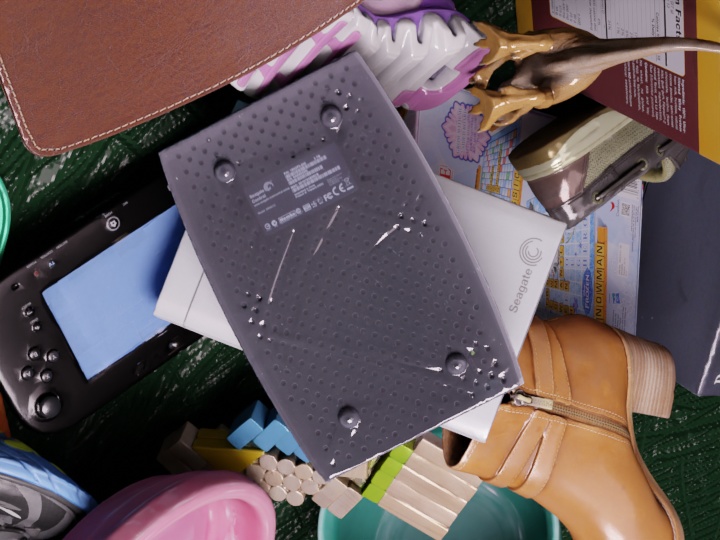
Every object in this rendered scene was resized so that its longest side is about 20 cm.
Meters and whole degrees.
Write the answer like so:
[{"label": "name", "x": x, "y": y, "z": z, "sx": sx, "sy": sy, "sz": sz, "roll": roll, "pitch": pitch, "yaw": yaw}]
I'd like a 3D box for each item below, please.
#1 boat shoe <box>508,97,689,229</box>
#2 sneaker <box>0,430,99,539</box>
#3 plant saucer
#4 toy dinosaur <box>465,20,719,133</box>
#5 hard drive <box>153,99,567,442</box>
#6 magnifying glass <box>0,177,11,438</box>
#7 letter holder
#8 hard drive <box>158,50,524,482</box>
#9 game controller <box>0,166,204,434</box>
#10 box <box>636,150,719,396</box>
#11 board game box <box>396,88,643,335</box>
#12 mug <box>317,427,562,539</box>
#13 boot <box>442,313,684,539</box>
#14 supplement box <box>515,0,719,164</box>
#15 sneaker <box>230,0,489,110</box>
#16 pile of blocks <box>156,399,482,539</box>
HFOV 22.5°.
[{"label": "boat shoe", "x": 0.176, "y": -0.086, "z": 1.145, "sx": 0.201, "sy": 0.072, "sz": 0.066, "roll": -29, "pitch": 103, "yaw": -36}, {"label": "sneaker", "x": -0.194, "y": 0.153, "z": 1.038, "sx": 0.083, "sy": 0.071, "sz": 0.200, "roll": -50, "pitch": 147, "yaw": -17}, {"label": "plant saucer", "x": -0.134, "y": 0.195, "z": 1.058, "sx": 0.201, "sy": 0.051, "sz": 0.201, "roll": -40, "pitch": 151, "yaw": -28}, {"label": "toy dinosaur", "x": 0.117, "y": -0.118, "z": 1.002, "sx": 0.106, "sy": 0.200, "sz": 0.060, "roll": -14, "pitch": 95, "yaw": -31}, {"label": "hard drive", "x": 0.000, "y": 0.000, "z": 1.020, "sx": 0.200, "sy": 0.027, "sz": 0.132, "roll": 21, "pitch": 84, "yaw": 3}, {"label": "magnifying glass", "x": -0.225, "y": 0.019, "z": 1.009, "sx": 0.080, "sy": 0.022, "sz": 0.200, "roll": -21, "pitch": 121, "yaw": -24}, {"label": "letter holder", "x": -0.108, "y": -0.162, "z": 0.883, "sx": 0.200, "sy": 0.101, "sz": 0.142, "roll": -29, "pitch": 127, "yaw": -18}, {"label": "hard drive", "x": -0.010, "y": -0.002, "z": 0.979, "sx": 0.135, "sy": 0.042, "sz": 0.200, "roll": -27, "pitch": 89, "yaw": 5}, {"label": "game controller", "x": -0.129, "y": 0.006, "z": 1.039, "sx": 0.200, "sy": 0.042, "sz": 0.104, "roll": -36, "pitch": 129, "yaw": -23}, {"label": "box", "x": 0.300, "y": -0.021, "z": 1.271, "sx": 0.200, "sy": 0.117, "sz": 0.197, "roll": 2, "pitch": 111, "yaw": -33}, {"label": "board game box", "x": 0.093, "y": -0.003, "z": 1.136, "sx": 0.199, "sy": 0.041, "sz": 0.200, "roll": 13, "pitch": 77, "yaw": -37}, {"label": "mug", "x": 0.040, "y": 0.176, "z": 1.186, "sx": 0.114, "sy": 0.185, "sz": 0.152, "roll": 62, "pitch": 31, "yaw": -73}, {"label": "boot", "x": 0.119, "y": 0.125, "z": 1.073, "sx": 0.155, "sy": 0.077, "sz": 0.200, "roll": 10, "pitch": 86, "yaw": -38}, {"label": "supplement box", "x": 0.228, "y": -0.183, "z": 1.087, "sx": 0.197, "sy": 0.200, "sz": 0.133, "roll": -21, "pitch": 123, "yaw": -23}, {"label": "sneaker", "x": -0.014, "y": -0.146, "z": 1.012, "sx": 0.200, "sy": 0.088, "sz": 0.080, "roll": 1, "pitch": 150, "yaw": -47}, {"label": "pile of blocks", "x": -0.021, "y": 0.105, "z": 1.116, "sx": 0.200, "sy": 0.062, "sz": 0.082, "roll": 8, "pitch": 117, "yaw": 4}]
